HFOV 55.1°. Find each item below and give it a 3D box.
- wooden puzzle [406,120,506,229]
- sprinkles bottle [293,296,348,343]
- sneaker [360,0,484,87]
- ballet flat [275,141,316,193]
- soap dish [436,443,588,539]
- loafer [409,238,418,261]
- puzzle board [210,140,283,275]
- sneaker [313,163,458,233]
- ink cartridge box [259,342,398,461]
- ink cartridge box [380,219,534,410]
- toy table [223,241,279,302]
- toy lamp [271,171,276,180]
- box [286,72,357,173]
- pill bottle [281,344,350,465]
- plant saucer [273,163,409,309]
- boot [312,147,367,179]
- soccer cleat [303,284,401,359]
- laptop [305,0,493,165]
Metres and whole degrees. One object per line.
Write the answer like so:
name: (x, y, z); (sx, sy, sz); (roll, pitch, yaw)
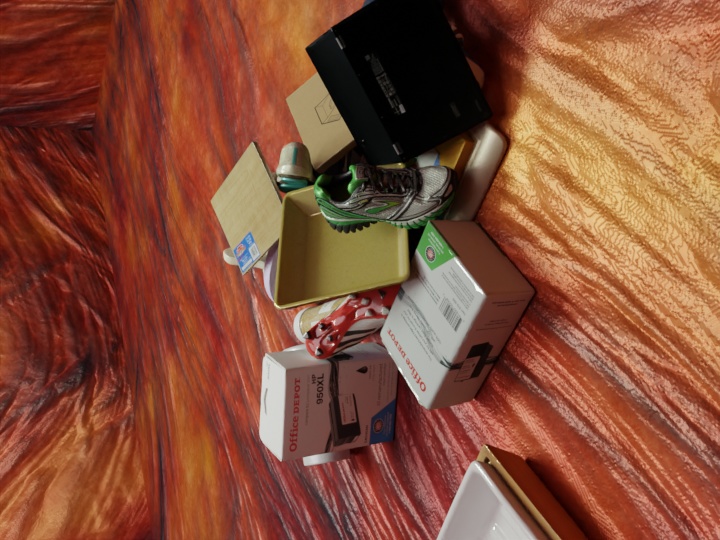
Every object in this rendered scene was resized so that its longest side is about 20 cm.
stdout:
wooden puzzle: (0.103, -0.153, 0.948); (0.200, 0.037, 0.186); (57, 138, 41)
sprinkles bottle: (-0.046, 0.086, 1.192); (0.200, 0.068, 0.069); (-20, 75, 58)
sneaker: (0.099, -0.330, 0.905); (0.199, 0.147, 0.081); (29, 165, 14)
ballet flat: (-0.095, -0.156, 1.059); (0.200, 0.067, 0.063); (-179, 93, -82)
soap dish: (0.172, 0.331, 0.818); (0.157, 0.081, 0.201); (50, 133, 46)
loafer: (0.035, -0.076, 1.041); (0.200, 0.072, 0.073); (43, 167, 29)
puzzle board: (-0.183, -0.099, 1.152); (0.200, 0.017, 0.152); (-39, 73, 51)
sneaker: (0.030, -0.100, 0.893); (0.198, 0.085, 0.079); (-9, 57, 23)
ink cartridge box: (-0.048, 0.199, 1.071); (0.084, 0.199, 0.146); (20, 109, 58)
ink cartridge box: (0.116, 0.058, 0.893); (0.147, 0.082, 0.201); (58, 138, 41)
toy table: (-0.144, -0.036, 1.268); (0.117, 0.183, 0.201); (41, 133, 33)
toy lamp: (-0.127, -0.170, 1.202); (0.059, 0.199, 0.058); (63, -172, -16)
box: (-0.017, -0.269, 1.067); (0.199, 0.021, 0.164); (-35, 58, 21)
pill bottle: (-0.072, 0.232, 1.204); (0.111, 0.110, 0.202); (-28, 68, 57)
plant saucer: (-0.018, -0.041, 0.967); (0.198, 0.048, 0.201); (-14, 55, 21)
boot: (-0.055, -0.142, 1.169); (0.073, 0.090, 0.201); (57, 138, 41)
soccer cleat: (0.004, 0.064, 1.013); (0.200, 0.085, 0.069); (-38, 74, 16)
laptop: (0.042, -0.246, 0.893); (0.199, 0.116, 0.188); (-25, 107, 20)
